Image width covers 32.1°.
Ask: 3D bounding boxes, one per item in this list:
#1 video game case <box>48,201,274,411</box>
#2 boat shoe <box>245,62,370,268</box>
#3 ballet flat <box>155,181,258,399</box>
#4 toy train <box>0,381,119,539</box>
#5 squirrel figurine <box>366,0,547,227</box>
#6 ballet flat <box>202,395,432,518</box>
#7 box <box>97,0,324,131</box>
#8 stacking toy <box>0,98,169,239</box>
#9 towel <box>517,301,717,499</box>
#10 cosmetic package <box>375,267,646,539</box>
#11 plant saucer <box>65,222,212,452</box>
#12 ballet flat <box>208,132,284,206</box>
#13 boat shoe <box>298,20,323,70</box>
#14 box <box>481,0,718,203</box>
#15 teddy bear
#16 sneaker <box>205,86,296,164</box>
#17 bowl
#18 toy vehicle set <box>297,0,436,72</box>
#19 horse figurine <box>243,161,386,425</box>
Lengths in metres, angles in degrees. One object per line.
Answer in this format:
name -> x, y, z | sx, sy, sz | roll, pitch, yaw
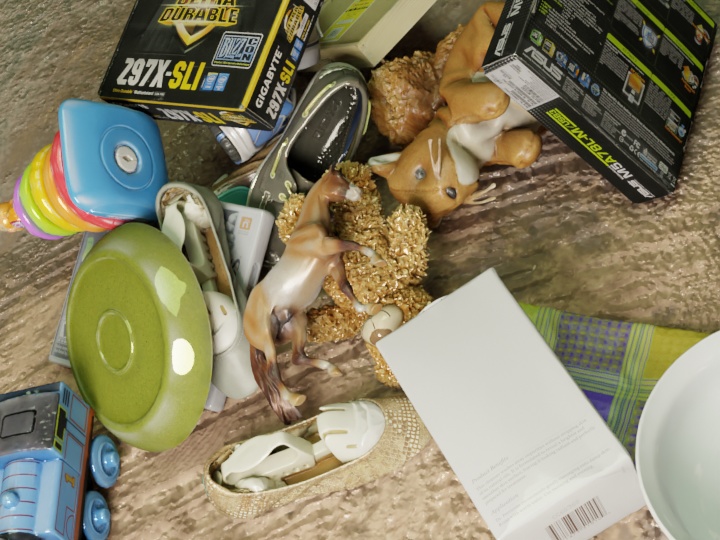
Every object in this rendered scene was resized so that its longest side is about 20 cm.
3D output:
video game case -> -0.185, 0.018, 1.143 | 0.200, 0.023, 0.182 | 12, 84, 31
boat shoe -> -0.049, -0.089, 1.120 | 0.202, 0.072, 0.060 | -64, 15, 13
ballet flat -> -0.137, 0.015, 1.068 | 0.067, 0.064, 0.200 | -25, 69, 20
toy train -> -0.261, 0.195, 1.032 | 0.087, 0.114, 0.200 | -13, 52, 16
squirrel figurine -> 0.088, -0.132, 1.118 | 0.187, 0.142, 0.200 | -53, 33, -1
ballet flat -> -0.037, 0.144, 0.999 | 0.200, 0.065, 0.071 | -25, 52, 6
box -> -0.133, -0.212, 1.124 | 0.200, 0.049, 0.160 | 12, 78, 40
stacking toy -> -0.279, -0.071, 1.154 | 0.200, 0.116, 0.110 | -20, 74, 36
towel -> 0.183, 0.096, 0.963 | 0.200, 0.023, 0.144 | 11, 62, 30
cosmetic package -> 0.108, 0.108, 0.924 | 0.113, 0.081, 0.200 | -32, 49, 2
plant saucer -> -0.200, 0.059, 1.073 | 0.200, 0.031, 0.200 | 6, 98, 45
ballet flat -> -0.097, -0.084, 1.190 | 0.200, 0.068, 0.072 | -39, 32, 7
boat shoe -> -0.072, -0.252, 1.187 | 0.075, 0.086, 0.202 | -3, 26, 5
box -> 0.207, -0.188, 1.046 | 0.048, 0.200, 0.193 | -19, 44, 50
teddy bear -> 0.000, 0.000, 1.047 | 0.145, 0.067, 0.200 | -18, 71, 13
sneaker -> -0.096, -0.161, 1.205 | 0.077, 0.076, 0.200 | -33, 21, 10
bowl -> 0.292, 0.136, 0.839 | 0.201, 0.090, 0.201 | -11, 52, 15
toy vehicle set -> 0.002, -0.249, 1.229 | 0.124, 0.027, 0.200 | -48, 23, -12
horse figurine -> -0.044, 0.024, 1.006 | 0.133, 0.050, 0.200 | 44, 112, 43
